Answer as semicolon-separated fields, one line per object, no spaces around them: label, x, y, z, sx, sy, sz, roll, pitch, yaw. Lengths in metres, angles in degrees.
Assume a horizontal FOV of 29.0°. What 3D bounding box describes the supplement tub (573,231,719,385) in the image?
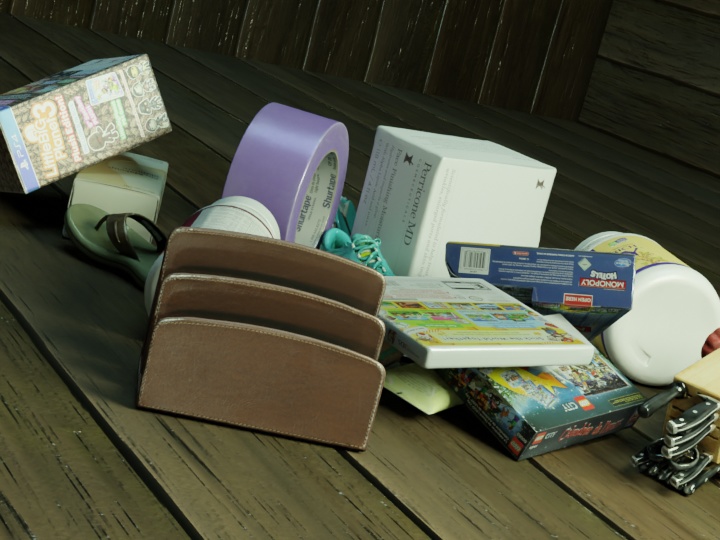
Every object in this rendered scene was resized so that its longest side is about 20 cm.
supplement tub;0.331;0.039;1.667;0.144;0.147;0.200;11;14;-15

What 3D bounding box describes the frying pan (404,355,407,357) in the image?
frying pan;0.027;0.071;1.473;0.114;0.031;0.189;25;14;39

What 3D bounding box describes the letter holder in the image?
letter holder;-0.079;0.053;1.183;0.198;0.144;0.101;13;14;-11

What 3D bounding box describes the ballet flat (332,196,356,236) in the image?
ballet flat;-0.043;-0.052;1.822;0.063;0.076;0.200;-15;7;7

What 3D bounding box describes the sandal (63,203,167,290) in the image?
sandal;-0.235;-0.029;1.491;0.200;0.058;0.079;29;25;30

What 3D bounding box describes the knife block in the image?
knife block;0.335;0.120;1.315;0.064;0.201;0.176;25;-12;36

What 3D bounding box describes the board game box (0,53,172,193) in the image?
board game box;-0.351;-0.174;1.631;0.199;0.098;0.159;-27;19;-29

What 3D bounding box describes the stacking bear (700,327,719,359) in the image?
stacking bear;0.437;0.158;1.415;0.113;0.123;0.200;0;29;-27

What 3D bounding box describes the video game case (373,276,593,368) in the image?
video game case;0.090;0.047;1.310;0.198;0.023;0.182;2;19;-35

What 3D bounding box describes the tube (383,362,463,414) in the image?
tube;0.093;0.106;1.368;0.058;0.052;0.199;-21;-7;36

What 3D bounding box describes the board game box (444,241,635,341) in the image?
board game box;0.196;0.030;1.523;0.198;0.062;0.200;4;-16;10

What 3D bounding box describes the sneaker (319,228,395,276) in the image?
sneaker;0.000;0.000;1.562;0.077;0.081;0.200;3;10;-30

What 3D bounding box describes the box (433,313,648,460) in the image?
box;0.175;0.108;1.350;0.199;0.038;0.137;-6;44;-47

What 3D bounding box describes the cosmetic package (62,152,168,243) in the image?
cosmetic package;-0.287;-0.087;1.652;0.104;0.072;0.200;12;14;-10

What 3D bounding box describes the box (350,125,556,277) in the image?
box;0.104;-0.054;1.670;0.199;0.201;0.130;3;18;-41

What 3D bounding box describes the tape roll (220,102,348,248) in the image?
tape roll;-0.087;-0.083;1.581;0.084;0.202;0.200;17;14;12

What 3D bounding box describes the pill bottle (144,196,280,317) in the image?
pill bottle;-0.139;-0.003;1.372;0.108;0.111;0.200;15;19;1

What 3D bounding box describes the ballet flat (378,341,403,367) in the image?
ballet flat;-0.008;0.050;1.407;0.067;0.069;0.200;-22;30;-14
